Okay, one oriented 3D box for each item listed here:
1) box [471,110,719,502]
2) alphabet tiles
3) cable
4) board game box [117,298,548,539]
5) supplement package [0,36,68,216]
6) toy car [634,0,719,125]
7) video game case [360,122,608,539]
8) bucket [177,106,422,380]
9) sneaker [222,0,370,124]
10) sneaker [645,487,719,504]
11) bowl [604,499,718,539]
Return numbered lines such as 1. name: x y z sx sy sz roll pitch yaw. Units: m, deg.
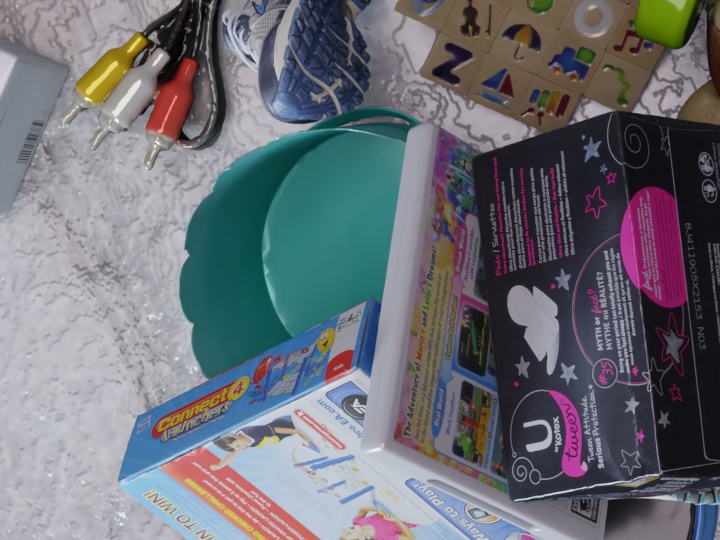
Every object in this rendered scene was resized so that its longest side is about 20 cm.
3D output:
1. box: 0.153 0.024 1.406 0.115 0.132 0.201 -14 77 43
2. alphabet tiles: 0.123 -0.187 1.558 0.166 0.006 0.200 23 114 -7
3. cable: -0.111 -0.159 1.627 0.097 0.050 0.200 29 96 9
4. board game box: -0.004 0.127 1.479 0.196 0.056 0.200 -26 125 34
5. supplement package: -0.314 -0.126 1.637 0.200 0.110 0.114 25 95 10
6. toy car: 0.240 -0.089 1.504 0.164 0.158 0.200 22 121 13
7. video game case: 0.083 0.040 1.431 0.024 0.182 0.201 -16 56 45
8. bucket: 0.000 0.000 1.549 0.206 0.135 0.208 2 99 14
9. sneaker: -0.044 -0.144 1.561 0.085 0.200 0.077 -24 118 22
10. sneaker: 0.169 0.110 1.522 0.200 0.086 0.078 8 88 34
11. bowl: 0.126 0.146 1.587 0.200 0.039 0.201 0 90 11
